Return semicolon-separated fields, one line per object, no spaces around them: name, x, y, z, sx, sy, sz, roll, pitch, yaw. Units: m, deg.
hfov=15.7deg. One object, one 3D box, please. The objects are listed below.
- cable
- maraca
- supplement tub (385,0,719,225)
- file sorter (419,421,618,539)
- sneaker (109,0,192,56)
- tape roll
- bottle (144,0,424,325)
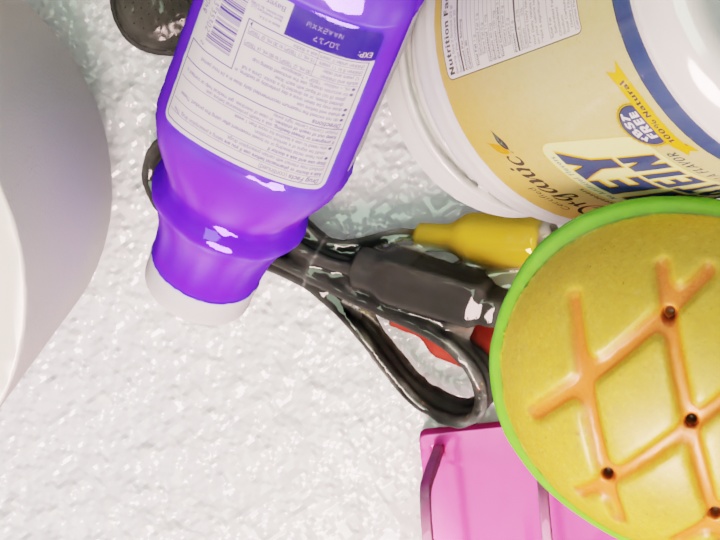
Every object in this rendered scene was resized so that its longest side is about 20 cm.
cable;0.000;0.000;1.116;0.199;0.050;0.097;20;116;14
maraca;0.145;0.048;0.961;0.199;0.107;0.138;19;110;5
supplement tub;0.110;-0.094;0.988;0.144;0.200;0.145;5;80;-30
file sorter;0.127;0.134;1.069;0.199;0.125;0.140;-6;97;5
sneaker;-0.025;-0.155;1.048;0.200;0.116;0.075;-34;94;8
tape roll;-0.212;-0.022;1.050;0.202;0.139;0.203;3;109;8
bottle;-0.037;-0.063;1.027;0.083;0.065;0.200;26;130;3
